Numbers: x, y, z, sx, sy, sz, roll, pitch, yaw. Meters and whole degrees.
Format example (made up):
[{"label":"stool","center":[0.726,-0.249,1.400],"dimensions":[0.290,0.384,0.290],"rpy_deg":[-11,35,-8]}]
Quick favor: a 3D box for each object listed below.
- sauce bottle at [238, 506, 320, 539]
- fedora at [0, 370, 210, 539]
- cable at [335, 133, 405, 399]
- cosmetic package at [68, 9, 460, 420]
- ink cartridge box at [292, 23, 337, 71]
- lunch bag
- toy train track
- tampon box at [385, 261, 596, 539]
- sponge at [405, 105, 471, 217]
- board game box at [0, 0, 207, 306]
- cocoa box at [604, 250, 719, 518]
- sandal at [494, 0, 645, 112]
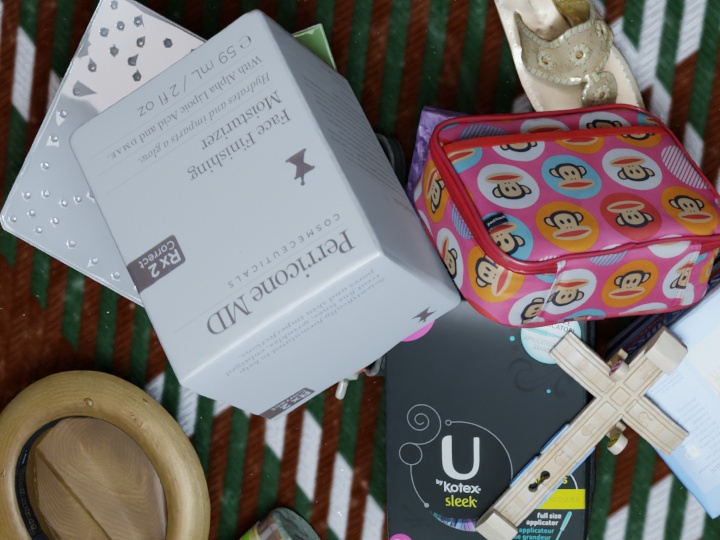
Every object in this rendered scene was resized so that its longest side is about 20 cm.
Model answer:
[{"label":"sauce bottle","center":[-0.114,0.274,1.607],"dimensions":[0.065,0.065,0.200],"rpy_deg":[45,102,0]},{"label":"fedora","center":[-0.202,0.174,1.596],"dimensions":[0.198,0.082,0.203],"rpy_deg":[1,95,12]},{"label":"cable","center":[0.000,0.000,1.535],"dimensions":[0.050,0.097,0.202],"rpy_deg":[1,109,-35]},{"label":"cosmetic package","center":[-0.063,-0.033,1.377],"dimensions":[0.164,0.165,0.201],"rpy_deg":[-33,68,12]},{"label":"ink cartridge box","center":[-0.101,-0.111,1.542],"dimensions":[0.198,0.059,0.105],"rpy_deg":[-17,97,11]},{"label":"lunch bag","center":[0.142,-0.049,1.413],"dimensions":[0.198,0.177,0.082],"rpy_deg":[-7,136,-24]},{"label":"toy train track","center":[0.153,0.122,1.412],"dimensions":[0.114,0.033,0.200],"rpy_deg":[39,108,-9]},{"label":"tampon box","center":[0.099,0.096,1.497],"dimensions":[0.148,0.126,0.202],"rpy_deg":[1,109,10]},{"label":"sponge","center":[0.133,-0.052,1.530],"dimensions":[0.198,0.030,0.113],"rpy_deg":[11,102,6]},{"label":"board game box","center":[-0.142,-0.076,1.511],"dimensions":[0.199,0.026,0.201],"rpy_deg":[28,103,1]},{"label":"cocoa box","center":[0.290,0.057,1.470],"dimensions":[0.200,0.131,0.134],"rpy_deg":[-40,93,13]},{"label":"sandal","center":[0.141,-0.175,1.472],"dimensions":[0.077,0.070,0.213],"rpy_deg":[-28,86,4]}]
